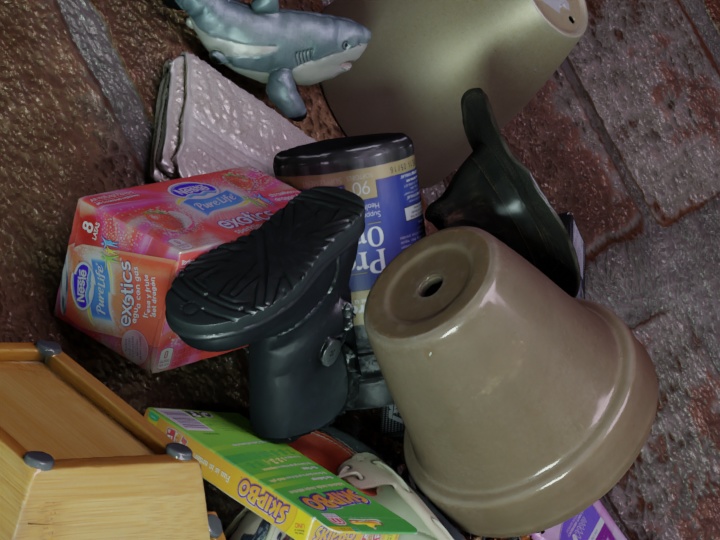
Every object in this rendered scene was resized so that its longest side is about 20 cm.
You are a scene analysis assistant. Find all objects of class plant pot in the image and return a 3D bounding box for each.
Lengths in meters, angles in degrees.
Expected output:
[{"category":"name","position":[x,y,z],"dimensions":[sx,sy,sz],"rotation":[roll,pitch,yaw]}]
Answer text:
[{"category":"plant pot","position":[0.093,-0.200,1.907],"dimensions":[0.187,0.199,0.189],"rotation":[29,46,-36]},{"category":"plant pot","position":[0.091,0.064,1.585],"dimensions":[0.175,0.199,0.201],"rotation":[51,35,-33]}]

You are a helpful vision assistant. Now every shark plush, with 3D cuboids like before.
[{"category":"shark plush","position":[-0.091,-0.212,1.787],"dimensions":[0.199,0.083,0.091],"rotation":[33,27,-18]}]

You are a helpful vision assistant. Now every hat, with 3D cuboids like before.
[{"category":"hat","position":[0.096,-0.039,1.687],"dimensions":[0.202,0.080,0.201],"rotation":[63,-4,7]}]

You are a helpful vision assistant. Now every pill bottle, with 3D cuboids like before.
[{"category":"pill bottle","position":[0.000,0.000,1.693],"dimensions":[0.112,0.111,0.202],"rotation":[-20,104,-54]}]

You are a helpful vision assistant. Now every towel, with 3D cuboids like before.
[{"category":"towel","position":[-0.085,-0.080,1.747],"dimensions":[0.199,0.034,0.133],"rotation":[32,46,-36]}]

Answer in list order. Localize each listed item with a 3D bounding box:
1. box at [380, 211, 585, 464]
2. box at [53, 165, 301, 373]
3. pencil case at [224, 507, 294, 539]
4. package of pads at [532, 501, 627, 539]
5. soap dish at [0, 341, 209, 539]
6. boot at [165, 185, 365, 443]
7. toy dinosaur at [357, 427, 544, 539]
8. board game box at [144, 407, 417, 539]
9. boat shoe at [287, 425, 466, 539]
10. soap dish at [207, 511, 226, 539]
[{"category":"box","position":[0.102,0.054,1.780],"dimensions":[0.044,0.159,0.201],"rotation":[60,28,-46]},{"category":"box","position":[-0.113,-0.005,1.577],"dimensions":[0.102,0.095,0.199],"rotation":[27,23,29]},{"category":"pencil case","position":[-0.023,0.242,1.570],"dimensions":[0.200,0.078,0.090],"rotation":[41,24,-27]},{"category":"package of pads","position":[0.171,0.249,1.810],"dimensions":[0.201,0.075,0.121],"rotation":[55,39,-9]},{"category":"soap dish","position":[-0.202,0.113,1.329],"dimensions":[0.157,0.082,0.200],"rotation":[3,23,-46]},{"category":"boot","position":[-0.060,0.054,1.527],"dimensions":[0.200,0.076,0.169],"rotation":[-40,140,-47]},{"category":"toy dinosaur","position":[0.073,0.205,1.693],"dimensions":[0.199,0.103,0.136],"rotation":[29,43,20]},{"category":"board game box","position":[-0.058,0.147,1.523],"dimensions":[0.095,0.199,0.030],"rotation":[8,102,-48]},{"category":"boat shoe","position":[0.005,0.175,1.596],"dimensions":[0.200,0.071,0.063],"rotation":[39,-3,19]},{"category":"soap dish","position":[-0.150,0.237,1.413],"dimensions":[0.199,0.081,0.159],"rotation":[-2,69,-53]}]
